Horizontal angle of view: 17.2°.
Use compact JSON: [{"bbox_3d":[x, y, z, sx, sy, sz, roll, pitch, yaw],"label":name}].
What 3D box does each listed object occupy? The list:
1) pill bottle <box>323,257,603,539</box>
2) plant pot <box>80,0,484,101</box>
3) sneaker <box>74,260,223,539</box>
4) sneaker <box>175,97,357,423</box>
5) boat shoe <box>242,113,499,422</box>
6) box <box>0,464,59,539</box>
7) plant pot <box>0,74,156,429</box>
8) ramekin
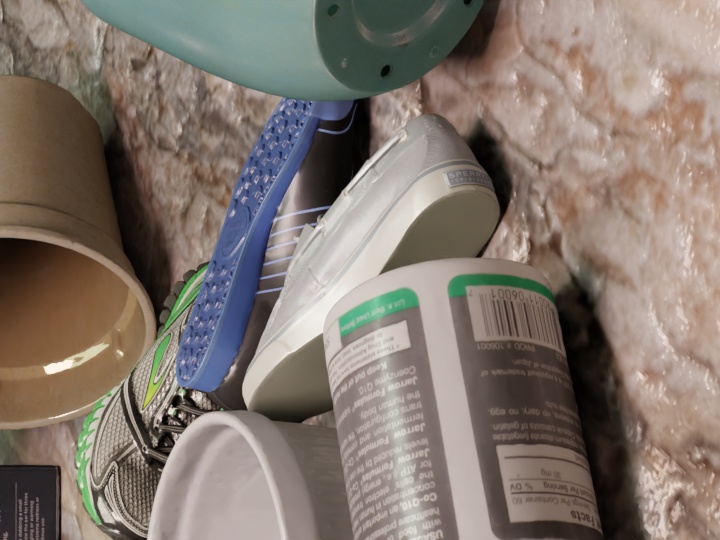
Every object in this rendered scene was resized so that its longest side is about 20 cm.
[{"bbox_3d":[0.050,0.105,1.078,0.113,0.112,0.201,-45,48,54],"label":"pill bottle"},{"bbox_3d":[-0.028,-0.176,1.177,0.161,0.200,0.202,35,121,37],"label":"plant pot"},{"bbox_3d":[-0.098,0.067,1.358,0.085,0.078,0.201,-29,34,56],"label":"sneaker"},{"bbox_3d":[-0.033,-0.013,1.320,0.070,0.078,0.201,4,70,66],"label":"sneaker"},{"bbox_3d":[0.000,0.000,1.231,0.201,0.070,0.072,-50,45,34],"label":"boat shoe"},{"bbox_3d":[-0.341,0.199,1.772,0.148,0.199,0.108,-13,76,63],"label":"box"},{"bbox_3d":[-0.241,-0.024,1.628,0.184,0.199,0.201,-96,25,-42],"label":"plant pot"},{"bbox_3d":[-0.031,0.174,1.248,0.200,0.104,0.202,-6,83,64],"label":"ramekin"}]
